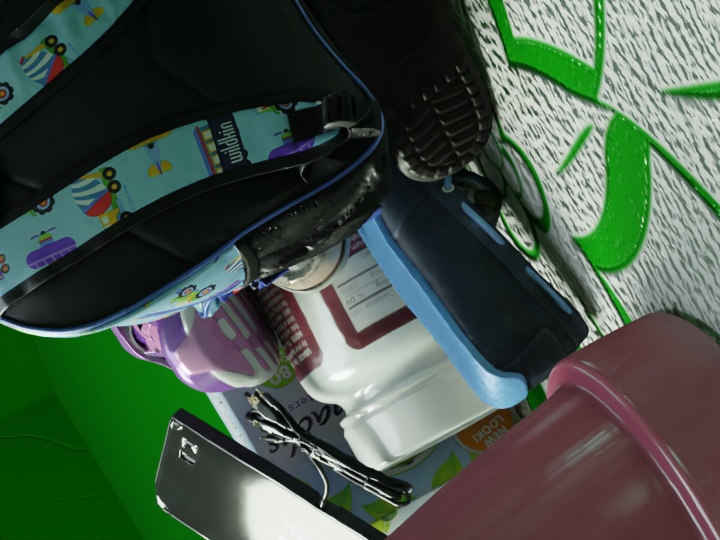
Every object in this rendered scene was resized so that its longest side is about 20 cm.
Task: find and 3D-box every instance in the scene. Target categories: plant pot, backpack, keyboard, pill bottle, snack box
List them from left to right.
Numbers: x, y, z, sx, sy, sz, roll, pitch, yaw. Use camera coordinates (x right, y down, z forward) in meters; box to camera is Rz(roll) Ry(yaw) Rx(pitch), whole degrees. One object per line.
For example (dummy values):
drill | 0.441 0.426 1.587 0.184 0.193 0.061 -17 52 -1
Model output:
backpack | -0.104 -0.057 1.158 0.183 0.199 0.135 54 175 15
keyboard | -0.020 0.132 1.351 0.199 0.021 0.128 30 134 14
snack box | -0.011 0.062 1.459 0.201 0.142 0.053 57 168 28
pill bottle | 0.000 0.000 1.359 0.201 0.114 0.114 63 168 6
plant pot | 0.099 0.146 1.095 0.201 0.178 0.200 58 168 20

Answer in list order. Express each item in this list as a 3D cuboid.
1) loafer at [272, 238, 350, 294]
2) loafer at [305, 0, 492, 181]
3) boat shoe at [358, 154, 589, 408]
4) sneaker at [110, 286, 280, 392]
loafer | -0.080 -0.072 1.288 0.201 0.072 0.063 57 -161 20
loafer | -0.001 -0.133 1.177 0.071 0.073 0.201 44 157 54
boat shoe | 0.044 -0.018 1.257 0.201 0.068 0.084 56 171 24
sneaker | -0.098 0.023 1.384 0.081 0.088 0.200 60 -172 -18
